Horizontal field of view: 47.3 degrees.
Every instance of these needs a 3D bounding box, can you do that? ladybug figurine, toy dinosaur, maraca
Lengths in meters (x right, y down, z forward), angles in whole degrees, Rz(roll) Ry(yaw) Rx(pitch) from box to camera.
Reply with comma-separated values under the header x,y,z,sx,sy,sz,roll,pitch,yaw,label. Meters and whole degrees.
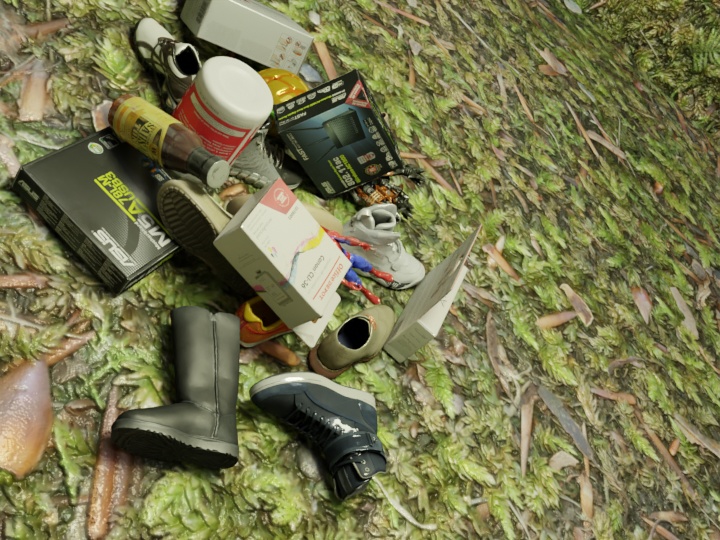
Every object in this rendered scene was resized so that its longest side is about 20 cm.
x,y,z,sx,sy,sz,roll,pitch,yaw,label
-0.110,-0.055,1.221,0.199,0.135,0.073,16,70,-37,ladybug figurine
0.037,-0.154,1.469,0.134,0.102,0.202,0,60,-25,toy dinosaur
-0.143,-0.297,1.416,0.136,0.107,0.201,25,24,-27,maraca

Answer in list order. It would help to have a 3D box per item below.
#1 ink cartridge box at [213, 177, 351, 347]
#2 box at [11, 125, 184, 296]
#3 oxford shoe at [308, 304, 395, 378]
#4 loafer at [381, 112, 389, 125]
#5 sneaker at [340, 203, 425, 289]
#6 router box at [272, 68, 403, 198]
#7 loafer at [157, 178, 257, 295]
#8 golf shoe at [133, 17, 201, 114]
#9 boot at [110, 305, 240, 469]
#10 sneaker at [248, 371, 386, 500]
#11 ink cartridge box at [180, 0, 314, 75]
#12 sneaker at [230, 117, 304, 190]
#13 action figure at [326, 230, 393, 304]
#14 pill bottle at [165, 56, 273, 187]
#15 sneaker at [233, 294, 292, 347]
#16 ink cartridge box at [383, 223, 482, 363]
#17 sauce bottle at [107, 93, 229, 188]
x,y,z,sx,sy,sz,roll,pitch,yaw,label
-0.088,-0.008,1.104,0.200,0.067,0.117,50,43,-19,ink cartridge box
-0.326,-0.089,1.107,0.200,0.047,0.193,47,35,-1,box
0.006,0.095,1.233,0.071,0.074,0.200,47,37,5,oxford shoe
-0.002,-0.247,1.515,0.071,0.063,0.200,14,25,24,loafer
0.048,-0.039,1.356,0.199,0.115,0.076,20,46,-30,sneaker
-0.033,-0.217,1.339,0.200,0.149,0.063,52,21,-54,router box
-0.196,-0.051,1.119,0.200,0.075,0.069,52,33,-27,loafer
-0.296,-0.345,1.320,0.077,0.095,0.201,-12,64,-46,golf shoe
-0.219,0.127,1.002,0.164,0.065,0.202,26,45,-37,boot
-0.049,0.217,1.074,0.201,0.077,0.147,18,44,-33,sneaker
-0.209,-0.440,1.470,0.199,0.084,0.176,16,22,-33,ink cartridge box
-0.152,-0.194,1.303,0.199,0.115,0.076,10,51,-37,sneaker
0.000,0.000,1.214,0.099,0.066,0.200,26,-6,40,action figure
-0.219,-0.198,1.177,0.112,0.200,0.113,25,42,-25,pill bottle
-0.100,0.051,1.172,0.073,0.077,0.200,52,38,5,sneaker
0.131,0.036,1.318,0.045,0.176,0.200,41,39,-6,ink cartridge box
-0.256,-0.172,1.099,0.199,0.067,0.066,31,31,29,sauce bottle
